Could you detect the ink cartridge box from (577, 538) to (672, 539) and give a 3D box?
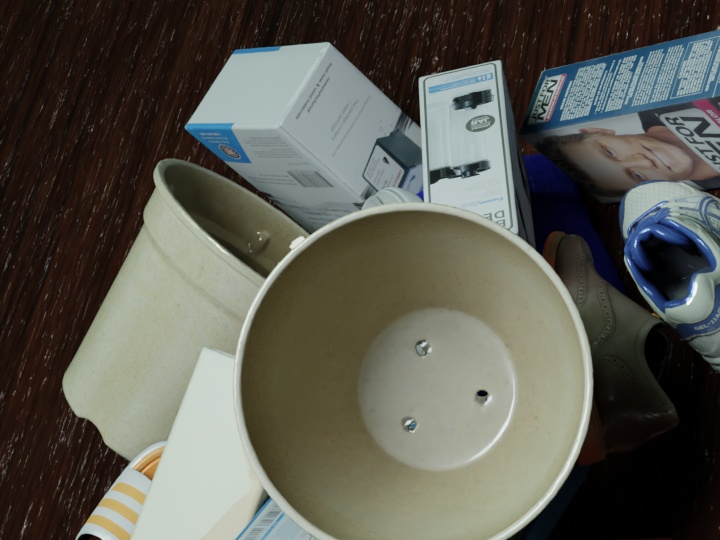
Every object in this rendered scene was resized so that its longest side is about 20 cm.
[{"bbox_3d":[0.075,0.226,1.110,0.200,0.084,0.176,-12,49,49],"label":"ink cartridge box"}]

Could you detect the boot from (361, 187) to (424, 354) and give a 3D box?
[{"bbox_3d":[0.000,0.000,1.261,0.200,0.095,0.074,-105,34,-53],"label":"boot"}]

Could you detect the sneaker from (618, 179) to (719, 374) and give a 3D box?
[{"bbox_3d":[0.206,-0.016,1.174,0.075,0.088,0.200,-47,30,13],"label":"sneaker"}]

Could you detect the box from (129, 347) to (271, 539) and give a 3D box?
[{"bbox_3d":[-0.093,0.161,1.210,0.078,0.095,0.200,18,84,19],"label":"box"}]

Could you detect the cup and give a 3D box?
[{"bbox_3d":[0.039,0.067,1.065,0.200,0.200,0.143,-52,-10,2],"label":"cup"}]

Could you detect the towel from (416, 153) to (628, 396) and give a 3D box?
[{"bbox_3d":[0.101,-0.003,1.296,0.148,0.050,0.200,-23,39,6],"label":"towel"}]

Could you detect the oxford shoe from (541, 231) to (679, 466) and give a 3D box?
[{"bbox_3d":[0.156,0.043,1.146,0.073,0.071,0.200,-13,40,7],"label":"oxford shoe"}]

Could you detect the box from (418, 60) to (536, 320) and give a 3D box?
[{"bbox_3d":[0.082,-0.037,1.215,0.060,0.117,0.200,-11,39,8],"label":"box"}]

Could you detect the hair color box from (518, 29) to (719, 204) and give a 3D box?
[{"bbox_3d":[0.216,-0.103,1.236,0.200,0.100,0.061,-7,55,52],"label":"hair color box"}]

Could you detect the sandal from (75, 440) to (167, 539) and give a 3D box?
[{"bbox_3d":[-0.170,0.211,1.265,0.207,0.079,0.059,-52,5,-16],"label":"sandal"}]

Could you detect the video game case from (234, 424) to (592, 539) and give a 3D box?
[{"bbox_3d":[0.037,0.139,1.135,0.200,0.018,0.143,-4,25,31],"label":"video game case"}]

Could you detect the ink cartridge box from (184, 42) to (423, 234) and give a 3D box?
[{"bbox_3d":[-0.017,-0.085,1.438,0.146,0.200,0.086,7,63,55],"label":"ink cartridge box"}]

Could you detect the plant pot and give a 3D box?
[{"bbox_3d":[-0.119,0.049,1.361,0.184,0.200,0.200,-53,30,13],"label":"plant pot"}]
